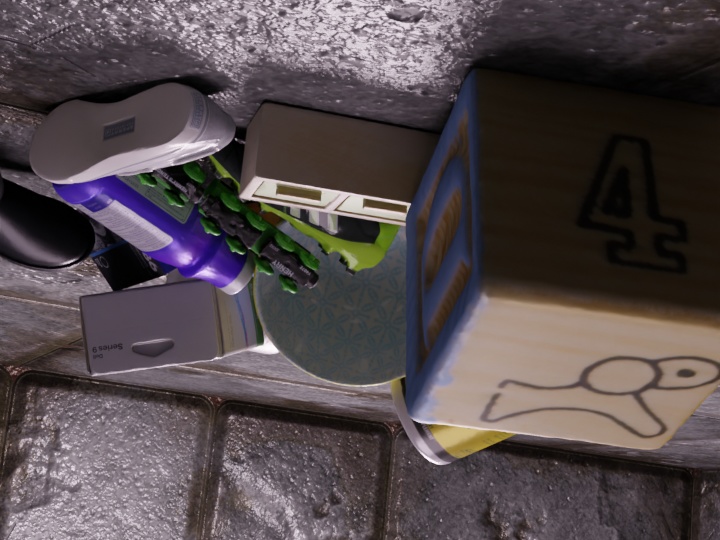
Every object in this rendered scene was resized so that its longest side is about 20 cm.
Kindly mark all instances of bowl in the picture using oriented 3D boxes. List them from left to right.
[{"bbox_3d":[0.000,0.000,1.267,0.199,0.201,0.108,6,-159,1],"label":"bowl"}]

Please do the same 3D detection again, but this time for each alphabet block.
[{"bbox_3d":[0.150,-0.003,0.941,0.199,0.197,0.196,8,147,-10],"label":"alphabet block"}]

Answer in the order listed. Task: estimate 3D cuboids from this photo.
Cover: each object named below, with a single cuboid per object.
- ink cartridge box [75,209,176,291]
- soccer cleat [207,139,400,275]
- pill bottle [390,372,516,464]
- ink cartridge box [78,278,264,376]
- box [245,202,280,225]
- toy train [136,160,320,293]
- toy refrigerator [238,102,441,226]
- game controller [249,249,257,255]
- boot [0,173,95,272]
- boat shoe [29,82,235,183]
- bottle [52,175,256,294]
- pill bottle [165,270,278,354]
[{"bbox_3d":[-0.231,-0.038,1.324,0.039,0.100,0.200,-37,-170,-31],"label":"ink cartridge box"},{"bbox_3d":[-0.050,-0.075,1.148,0.200,0.081,0.068,33,-174,-24],"label":"soccer cleat"},{"bbox_3d":[0.139,0.101,1.262,0.200,0.115,0.114,-28,154,22],"label":"pill bottle"},{"bbox_3d":[-0.195,0.056,1.382,0.145,0.088,0.200,-8,-179,8],"label":"ink cartridge box"},{"bbox_3d":[-0.102,-0.038,1.392,0.199,0.042,0.119,-5,164,33],"label":"box"},{"bbox_3d":[-0.116,-0.050,1.153,0.200,0.042,0.056,37,-165,-20],"label":"toy train"},{"bbox_3d":[0.006,-0.079,1.078,0.199,0.070,0.076,10,168,-14],"label":"toy refrigerator"},{"bbox_3d":[-0.095,0.000,1.376,0.199,0.042,0.104,11,167,-21],"label":"game controller"},{"bbox_3d":[-0.352,-0.066,1.252,0.199,0.077,0.168,23,167,-8],"label":"boot"},{"bbox_3d":[-0.187,-0.108,1.064,0.199,0.072,0.068,-14,158,35],"label":"boat shoe"},{"bbox_3d":[-0.182,-0.048,1.195,0.200,0.065,0.083,36,157,-30],"label":"bottle"},{"bbox_3d":[-0.129,0.041,1.587,0.199,0.115,0.114,15,165,-35],"label":"pill bottle"}]
